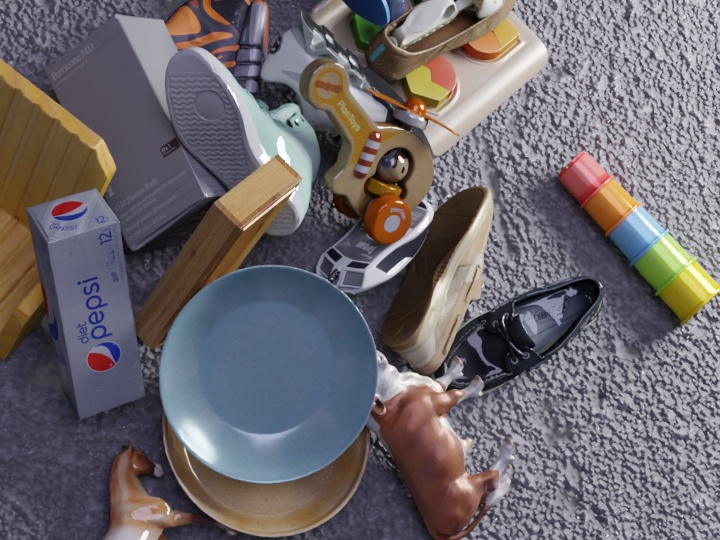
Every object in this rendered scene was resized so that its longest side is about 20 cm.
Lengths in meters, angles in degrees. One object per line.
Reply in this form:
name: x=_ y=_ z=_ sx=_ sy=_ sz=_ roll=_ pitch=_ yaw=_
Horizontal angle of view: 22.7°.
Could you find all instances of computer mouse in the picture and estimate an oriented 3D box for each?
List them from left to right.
computer mouse: x=0.000 y=0.000 z=1.743 sx=0.109 sy=0.044 sz=0.200 roll=24 pitch=54 yaw=41

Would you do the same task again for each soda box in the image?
soda box: x=-0.244 y=0.031 z=1.604 sx=0.068 sy=0.201 sz=0.063 roll=-19 pitch=39 yaw=-19

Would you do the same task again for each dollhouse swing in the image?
dollhouse swing: x=-0.344 y=-0.060 z=1.620 sx=0.200 sy=0.176 sz=0.182 roll=38 pitch=67 yaw=0

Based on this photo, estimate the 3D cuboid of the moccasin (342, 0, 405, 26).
moccasin: x=-0.005 y=-0.326 z=1.815 sx=0.068 sy=0.081 sz=0.200 roll=-24 pitch=55 yaw=-20

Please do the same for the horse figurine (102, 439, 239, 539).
horse figurine: x=-0.200 y=0.266 z=1.612 sx=0.132 sy=0.050 sz=0.201 roll=33 pitch=64 yaw=-9

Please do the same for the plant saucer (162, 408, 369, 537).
plant saucer: x=-0.091 y=0.153 z=1.679 sx=0.199 sy=0.035 sz=0.202 roll=6 pitch=69 yaw=-16

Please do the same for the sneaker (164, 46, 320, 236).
sneaker: x=-0.107 y=-0.141 z=1.675 sx=0.201 sy=0.073 sz=0.119 roll=58 pitch=30 yaw=-26

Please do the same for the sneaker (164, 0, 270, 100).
sneaker: x=-0.155 y=-0.174 z=1.768 sx=0.111 sy=0.078 sz=0.202 roll=6 pitch=74 yaw=3

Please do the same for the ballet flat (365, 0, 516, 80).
ballet flat: x=0.090 y=-0.262 z=1.815 sx=0.199 sy=0.072 sz=0.068 roll=-31 pitch=78 yaw=-21

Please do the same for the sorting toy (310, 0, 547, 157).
sorting toy: x=0.073 y=-0.243 z=1.859 sx=0.185 sy=0.036 sz=0.200 roll=-40 pitch=85 yaw=-22

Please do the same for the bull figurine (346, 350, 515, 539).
bull figurine: x=0.068 y=0.153 z=1.692 sx=0.121 sy=0.065 sz=0.201 roll=-28 pitch=101 yaw=-16

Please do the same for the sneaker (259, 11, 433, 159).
sneaker: x=-0.015 y=-0.159 z=1.773 sx=0.200 sy=0.074 sz=0.088 roll=41 pitch=106 yaw=-19

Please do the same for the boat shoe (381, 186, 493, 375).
boat shoe: x=0.085 y=0.008 z=1.767 sx=0.065 sy=0.071 sz=0.201 roll=45 pitch=61 yaw=-33

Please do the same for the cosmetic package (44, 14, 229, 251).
cosmetic package: x=-0.203 y=-0.132 z=1.705 sx=0.201 sy=0.107 sz=0.090 roll=60 pitch=26 yaw=9

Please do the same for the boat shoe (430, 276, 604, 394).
boat shoe: x=0.159 y=0.061 z=1.761 sx=0.198 sy=0.066 sz=0.075 roll=-22 pitch=79 yaw=-19

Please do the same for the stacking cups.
stacking cups: x=0.279 y=-0.034 z=1.834 sx=0.060 sy=0.061 sz=0.200 roll=-40 pitch=80 yaw=-22

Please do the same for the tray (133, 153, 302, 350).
tray: x=-0.132 y=-0.014 z=1.630 sx=0.037 sy=0.200 sz=0.099 roll=43 pitch=45 yaw=5

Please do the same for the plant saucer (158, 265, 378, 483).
plant saucer: x=-0.085 y=0.092 z=1.633 sx=0.199 sy=0.039 sz=0.203 roll=-1 pitch=99 yaw=-9

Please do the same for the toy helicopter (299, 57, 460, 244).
toy helicopter: x=0.011 y=-0.131 z=1.698 sx=0.132 sy=0.200 sz=0.079 roll=-43 pitch=40 yaw=-6
